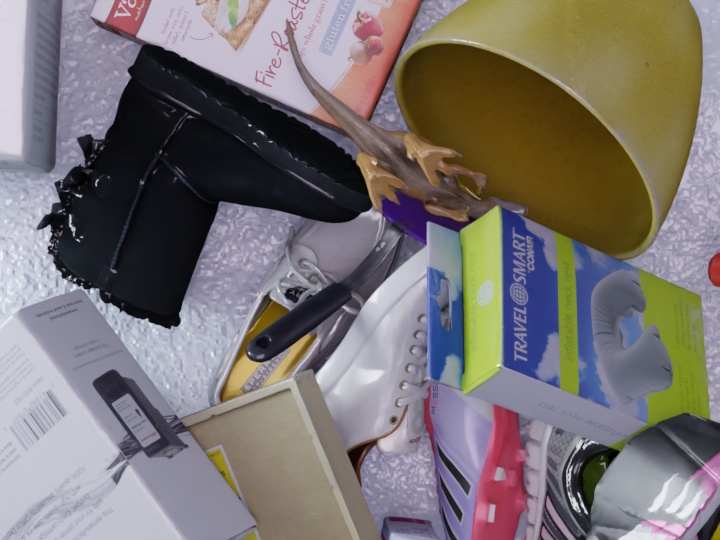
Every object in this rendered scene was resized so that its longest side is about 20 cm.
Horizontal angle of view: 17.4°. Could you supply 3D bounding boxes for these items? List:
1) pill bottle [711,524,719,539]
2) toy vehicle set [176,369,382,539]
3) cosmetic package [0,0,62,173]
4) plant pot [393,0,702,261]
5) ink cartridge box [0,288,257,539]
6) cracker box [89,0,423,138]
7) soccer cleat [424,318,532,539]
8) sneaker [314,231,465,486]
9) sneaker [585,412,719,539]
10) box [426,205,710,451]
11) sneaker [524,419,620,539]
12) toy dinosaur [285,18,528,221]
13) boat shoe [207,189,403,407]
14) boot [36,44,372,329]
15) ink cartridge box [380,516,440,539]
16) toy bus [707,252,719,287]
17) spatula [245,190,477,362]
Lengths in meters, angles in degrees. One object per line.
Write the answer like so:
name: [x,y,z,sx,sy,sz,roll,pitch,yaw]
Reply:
pill bottle: [0.255,0.211,1.550,0.109,0.109,0.200,-1,89,0]
toy vehicle set: [-0.094,0.154,1.544,0.200,0.027,0.124,-21,90,28]
cosmetic package: [-0.283,-0.167,1.524,0.167,0.166,0.200,3,90,-1]
plant pot: [0.143,-0.125,1.529,0.200,0.200,0.142,38,67,0]
ink cartridge box: [-0.186,0.137,1.523,0.145,0.083,0.200,-41,81,27]
cracker box: [-0.064,-0.188,1.579,0.200,0.058,0.134,23,89,0]
soccer cleat: [0.071,0.114,1.582,0.076,0.067,0.200,6,95,31]
sneaker: [0.028,0.066,1.546,0.085,0.073,0.200,45,115,19]
sneaker: [0.186,0.177,1.488,0.086,0.080,0.200,18,116,-41]
box: [0.134,0.041,1.495,0.200,0.048,0.122,22,52,-30]
sneaker: [0.156,0.182,1.550,0.074,0.087,0.200,-2,91,-30]
toy dinosaur: [0.017,-0.075,1.515,0.200,0.106,0.060,38,95,-10]
boat shoe: [-0.037,0.019,1.562,0.075,0.086,0.202,37,89,0]
boot: [-0.105,-0.037,1.543,0.198,0.073,0.163,31,107,9]
ink cartridge box: [0.019,0.266,1.542,0.042,0.119,0.200,7,89,-2]
toy bus: [0.336,-0.005,1.543,0.192,0.200,0.136,1,88,35]
spatula: [0.000,0.000,1.530,0.056,0.021,0.200,35,61,28]
